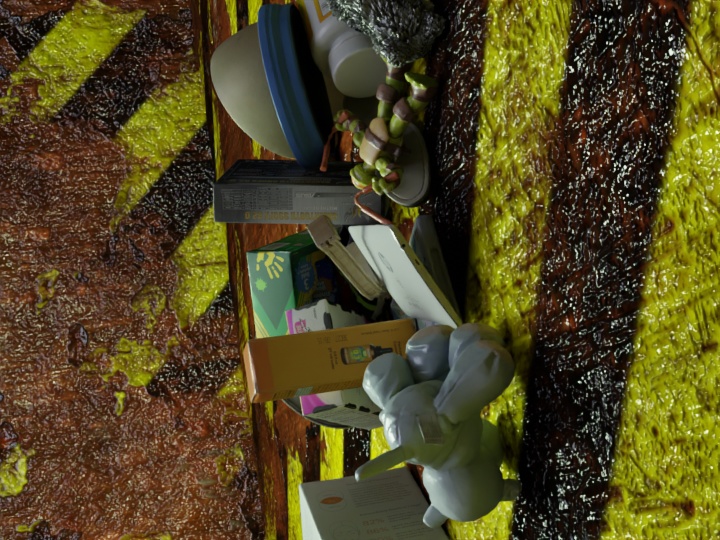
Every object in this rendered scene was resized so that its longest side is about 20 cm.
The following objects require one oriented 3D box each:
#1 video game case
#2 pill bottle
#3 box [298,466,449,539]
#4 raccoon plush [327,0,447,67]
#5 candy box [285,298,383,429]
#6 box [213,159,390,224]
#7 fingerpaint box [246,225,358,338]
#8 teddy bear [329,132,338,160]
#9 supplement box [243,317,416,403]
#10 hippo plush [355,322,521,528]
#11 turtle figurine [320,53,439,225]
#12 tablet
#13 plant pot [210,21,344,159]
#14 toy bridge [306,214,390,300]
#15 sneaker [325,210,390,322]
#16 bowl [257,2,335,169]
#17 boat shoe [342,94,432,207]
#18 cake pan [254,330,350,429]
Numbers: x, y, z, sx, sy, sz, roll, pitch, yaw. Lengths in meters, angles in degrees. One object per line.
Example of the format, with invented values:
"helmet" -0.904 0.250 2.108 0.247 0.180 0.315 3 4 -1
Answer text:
"video game case" 0.078 0.065 1.375 0.200 0.022 0.183 102 157 -57
"pill bottle" -0.015 -0.300 1.395 0.109 0.109 0.200 100 160 -52
"box" 0.017 0.351 1.499 0.200 0.152 0.107 -125 30 -66
"raccoon plush" -0.003 -0.287 1.226 0.097 0.200 0.134 -54 32 20
"candy box" -0.016 0.124 1.510 0.200 0.061 0.137 29 -133 -63
"box" -0.065 -0.096 1.434 0.158 0.200 0.048 -76 -14 -73
"fingerpaint box" -0.062 0.034 1.607 0.200 0.073 0.167 -24 -68 -58
"teddy bear" -0.069 -0.158 1.808 0.145 0.067 0.200 140 122 -72
"supplement box" -0.032 0.105 1.375 0.069 0.200 0.067 115 146 -70
"hippo plush" 0.102 0.158 1.140 0.161 0.159 0.200 56 -164 -24
"turtle figurine" 0.030 -0.144 1.289 0.161 0.064 0.200 -64 31 25
"tablet" 0.044 0.005 1.286 0.130 0.014 0.200 55 170 -9
"plant pot" -0.084 -0.273 1.617 0.134 0.200 0.201 -38 52 34
"toy bridge" 0.000 0.000 1.389 0.067 0.027 0.200 61 -171 28
"sneaker" -0.008 -0.015 1.575 0.072 0.083 0.200 -115 22 -56
"bowl" -0.073 -0.223 1.419 0.201 0.039 0.201 -14 -90 -81
"boat shoe" 0.042 -0.141 1.372 0.063 0.073 0.200 43 -164 -50
"cake pan" -0.058 0.133 1.683 0.037 0.200 0.200 -47 42 31
